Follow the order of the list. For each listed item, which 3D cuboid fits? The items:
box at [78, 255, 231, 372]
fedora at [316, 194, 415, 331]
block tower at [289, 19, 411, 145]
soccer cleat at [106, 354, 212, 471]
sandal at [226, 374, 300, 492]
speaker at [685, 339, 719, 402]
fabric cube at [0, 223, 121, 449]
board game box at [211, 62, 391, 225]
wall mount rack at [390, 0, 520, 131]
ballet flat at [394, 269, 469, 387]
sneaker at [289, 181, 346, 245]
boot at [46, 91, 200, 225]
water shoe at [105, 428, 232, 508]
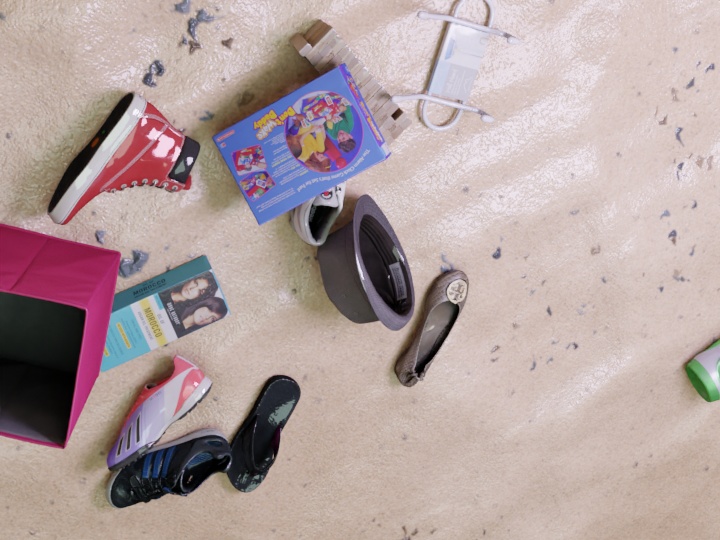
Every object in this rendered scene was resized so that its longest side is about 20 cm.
[{"bbox_3d":[-0.288,0.061,1.703,0.198,0.049,0.083,-24,120,-7],"label":"box"},{"bbox_3d":[0.000,0.000,1.734,0.089,0.178,0.201,-17,130,23],"label":"fedora"},{"bbox_3d":[-0.008,-0.252,1.651,0.058,0.054,0.200,-44,121,4],"label":"block tower"},{"bbox_3d":[-0.305,0.208,1.767,0.200,0.068,0.073,-43,97,8],"label":"soccer cleat"},{"bbox_3d":[-0.149,0.253,1.845,0.075,0.048,0.202,15,108,-25],"label":"sandal"},{"bbox_3d":[0.651,0.139,2.055,0.199,0.089,0.089,-31,121,-3],"label":"speaker"},{"bbox_3d":[-0.430,0.075,1.544,0.197,0.200,0.198,12,112,-4],"label":"fabric cube"},{"bbox_3d":[-0.078,-0.165,1.609,0.198,0.045,0.136,-26,98,17],"label":"board game box"},{"bbox_3d":[0.122,-0.282,1.668,0.172,0.075,0.202,9,110,-26],"label":"wall mount rack"},{"bbox_3d":[0.113,0.093,1.862,0.067,0.046,0.201,21,106,-28],"label":"ballet flat"},{"bbox_3d":[-0.045,-0.128,1.679,0.073,0.089,0.202,2,112,-19],"label":"sneaker"},{"bbox_3d":[-0.305,-0.114,1.603,0.144,0.072,0.200,39,94,-32],"label":"boot"},{"bbox_3d":[-0.285,0.300,1.801,0.198,0.079,0.072,-29,120,-5],"label":"water shoe"}]
